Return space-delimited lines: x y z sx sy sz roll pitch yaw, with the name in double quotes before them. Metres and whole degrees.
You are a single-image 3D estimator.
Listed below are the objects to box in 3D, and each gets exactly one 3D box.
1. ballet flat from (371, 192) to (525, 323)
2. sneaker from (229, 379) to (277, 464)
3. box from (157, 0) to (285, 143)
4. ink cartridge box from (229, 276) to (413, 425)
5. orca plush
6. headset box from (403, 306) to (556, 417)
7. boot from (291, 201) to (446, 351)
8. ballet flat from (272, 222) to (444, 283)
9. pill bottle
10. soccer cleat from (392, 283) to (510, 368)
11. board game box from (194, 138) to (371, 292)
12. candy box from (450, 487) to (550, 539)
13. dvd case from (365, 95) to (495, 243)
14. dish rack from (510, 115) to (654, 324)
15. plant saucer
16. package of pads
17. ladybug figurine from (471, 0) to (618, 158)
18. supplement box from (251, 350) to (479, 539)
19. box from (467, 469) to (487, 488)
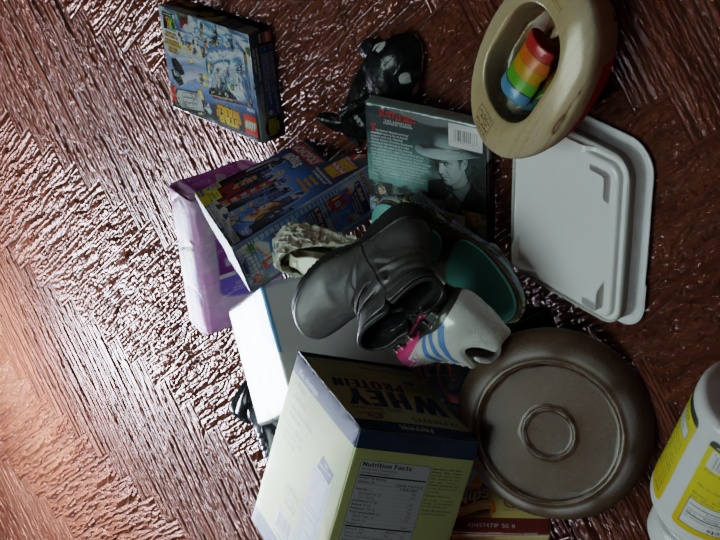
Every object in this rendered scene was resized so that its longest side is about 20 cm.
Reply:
"ballet flat" 0.102 -0.020 1.668 0.200 0.074 0.074 39 140 25
"sneaker" -0.114 0.220 2.202 0.114 0.075 0.200 19 120 51
"box" -0.170 -0.245 2.005 0.200 0.040 0.137 26 130 47
"ink cartridge box" -0.049 0.084 1.882 0.200 0.146 0.147 149 106 -72
"orca plush" -0.003 -0.186 1.762 0.200 0.071 0.105 -20 93 59
"headset box" 0.133 0.118 1.755 0.200 0.075 0.149 -3 107 57
"boot" 0.000 0.032 1.622 0.200 0.070 0.132 -46 29 32
"ballet flat" 0.000 0.000 1.725 0.200 0.072 0.072 10 128 8
"pill bottle" 0.324 0.179 1.475 0.111 0.111 0.200 48 144 28
"soccer cleat" 0.091 0.072 1.647 0.086 0.070 0.200 34 164 -2
"board game box" -0.067 -0.076 1.851 0.062 0.200 0.200 68 172 -25
"candy box" 0.137 0.289 1.767 0.200 0.115 0.055 88 -177 -62
"dvd case" 0.074 -0.077 1.723 0.146 0.022 0.200 14 126 28
"dish rack" 0.200 -0.052 1.573 0.172 0.043 0.200 33 135 43
"plant saucer" 0.189 0.157 1.632 0.200 0.032 0.201 4 104 17
"package of pads" -0.163 -0.028 2.061 0.076 0.120 0.200 33 136 50
"ladybug figurine" 0.168 -0.183 1.486 0.200 0.072 0.136 -55 51 44
"supplement box" 0.000 0.218 1.698 0.200 0.134 0.200 44 121 61
"box" 0.107 0.230 1.817 0.200 0.042 0.119 14 166 43
